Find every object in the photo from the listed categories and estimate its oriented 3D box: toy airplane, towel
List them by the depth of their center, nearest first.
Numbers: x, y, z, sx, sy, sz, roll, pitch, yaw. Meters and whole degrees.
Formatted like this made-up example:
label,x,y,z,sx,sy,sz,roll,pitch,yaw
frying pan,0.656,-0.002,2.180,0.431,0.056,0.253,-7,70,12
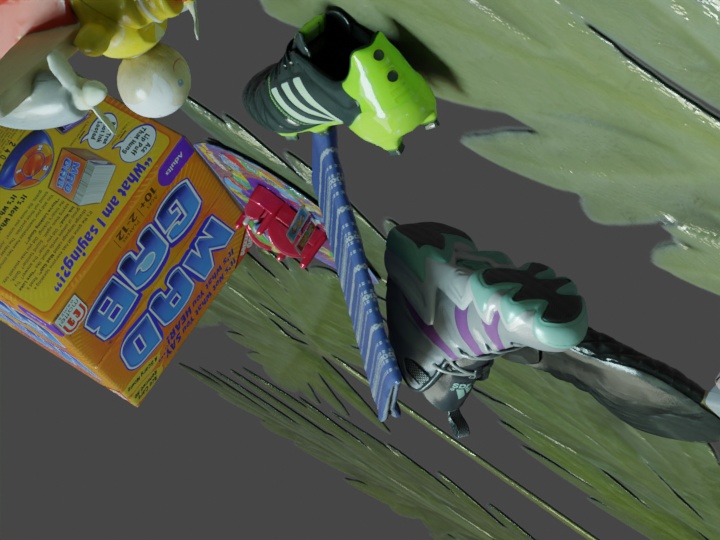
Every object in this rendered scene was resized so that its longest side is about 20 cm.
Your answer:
label,x,y,z,sx,sy,sz,roll,pitch,yaw
toy airplane,-0.163,-0.142,1.370,0.141,0.200,0.199,50,167,-12
towel,0.000,0.000,1.654,0.145,0.024,0.201,93,162,-75

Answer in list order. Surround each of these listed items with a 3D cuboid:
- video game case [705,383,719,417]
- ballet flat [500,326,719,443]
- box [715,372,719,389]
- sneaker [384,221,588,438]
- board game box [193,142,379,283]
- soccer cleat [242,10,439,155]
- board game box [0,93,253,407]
label,x,y,z,sx,sy,sz,roll,pitch,yaw
video game case,0.351,0.151,1.562,0.200,0.022,0.182,41,168,-26
ballet flat,0.180,0.064,1.669,0.199,0.057,0.067,27,140,14
box,0.293,0.087,1.260,0.100,0.096,0.200,22,163,47
sneaker,0.084,0.058,1.632,0.077,0.141,0.200,-5,-159,-32
board game box,-0.074,-0.035,1.975,0.158,0.039,0.200,29,167,29
soccer cleat,-0.021,-0.122,1.425,0.200,0.067,0.081,14,139,59
board game box,-0.251,-0.037,2.073,0.199,0.200,0.200,29,168,28
